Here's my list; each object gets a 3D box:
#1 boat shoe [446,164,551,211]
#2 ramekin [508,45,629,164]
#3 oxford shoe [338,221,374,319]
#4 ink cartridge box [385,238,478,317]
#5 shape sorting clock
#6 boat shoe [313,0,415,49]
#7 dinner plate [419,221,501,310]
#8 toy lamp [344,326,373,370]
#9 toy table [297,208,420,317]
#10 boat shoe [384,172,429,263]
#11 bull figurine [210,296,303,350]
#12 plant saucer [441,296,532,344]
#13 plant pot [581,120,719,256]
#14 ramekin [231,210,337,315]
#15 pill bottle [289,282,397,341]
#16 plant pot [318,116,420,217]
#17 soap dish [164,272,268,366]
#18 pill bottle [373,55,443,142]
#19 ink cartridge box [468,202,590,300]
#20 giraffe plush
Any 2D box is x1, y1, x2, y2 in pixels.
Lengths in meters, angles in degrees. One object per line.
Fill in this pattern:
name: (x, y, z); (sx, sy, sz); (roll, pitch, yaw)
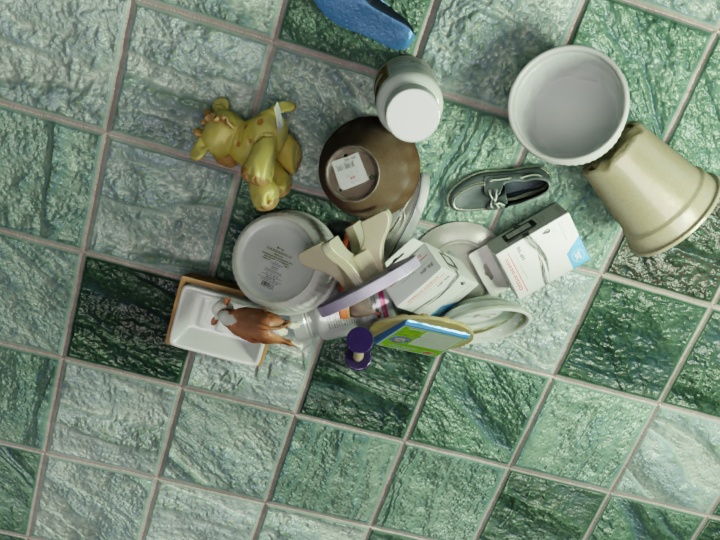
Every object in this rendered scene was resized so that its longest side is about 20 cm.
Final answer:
boat shoe: (0.261, -0.149, 1.639); (0.199, 0.062, 0.073); (-13, 116, 5)
ramekin: (0.362, -0.276, 1.510); (0.199, 0.105, 0.201); (-2, 85, 21)
oxford shoe: (0.000, 0.000, 1.643); (0.072, 0.201, 0.071); (0, 154, 6)
ink cartridge box: (0.120, 0.020, 1.629); (0.116, 0.067, 0.200); (-42, 150, 18)
shape sorting clock: (0.115, 0.118, 1.662); (0.199, 0.039, 0.200); (2, 155, 1)
boat shoe: (-0.001, -0.439, 1.492); (0.200, 0.069, 0.084); (34, 119, -16)
dinner plate: (0.194, -0.001, 1.732); (0.199, 0.024, 0.201); (-1, 115, -1)
toy lamp: (-0.003, 0.158, 1.723); (0.058, 0.200, 0.058); (1, 72, -3)
toy table: (-0.009, -0.014, 1.502); (0.199, 0.184, 0.117); (-27, 95, 10)
boat shoe: (0.068, -0.101, 1.656); (0.065, 0.072, 0.200); (18, 122, -14)
bull figurine: (-0.189, 0.098, 1.603); (0.121, 0.200, 0.065); (16, 90, -36)
plant saucer: (0.235, 0.092, 1.727); (0.199, 0.050, 0.200); (-7, 158, -3)
plant pot: (0.505, -0.159, 1.573); (0.183, 0.201, 0.200); (41, 108, -14)
ramekin: (-0.142, -0.016, 1.621); (0.199, 0.105, 0.201); (0, 87, 10)
pill bottle: (-0.035, 0.071, 1.709); (0.199, 0.113, 0.114); (-13, 116, 4)
plant pot: (0.001, -0.173, 1.516); (0.186, 0.200, 0.188); (2, 99, 10)
soap dish: (-0.270, 0.095, 1.731); (0.199, 0.081, 0.158); (15, 115, -9)
pill bottle: (0.082, -0.289, 1.490); (0.114, 0.200, 0.115); (0, 115, -1)
ink cartridge box: (0.324, -0.026, 1.684); (0.200, 0.068, 0.116); (-31, 113, 4)
giraffe plush: (-0.211, -0.222, 1.553); (0.162, 0.173, 0.201); (12, 128, 16)
